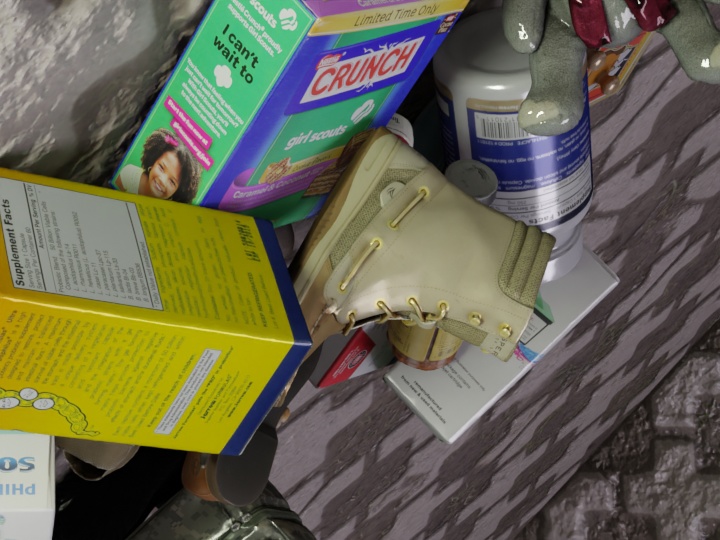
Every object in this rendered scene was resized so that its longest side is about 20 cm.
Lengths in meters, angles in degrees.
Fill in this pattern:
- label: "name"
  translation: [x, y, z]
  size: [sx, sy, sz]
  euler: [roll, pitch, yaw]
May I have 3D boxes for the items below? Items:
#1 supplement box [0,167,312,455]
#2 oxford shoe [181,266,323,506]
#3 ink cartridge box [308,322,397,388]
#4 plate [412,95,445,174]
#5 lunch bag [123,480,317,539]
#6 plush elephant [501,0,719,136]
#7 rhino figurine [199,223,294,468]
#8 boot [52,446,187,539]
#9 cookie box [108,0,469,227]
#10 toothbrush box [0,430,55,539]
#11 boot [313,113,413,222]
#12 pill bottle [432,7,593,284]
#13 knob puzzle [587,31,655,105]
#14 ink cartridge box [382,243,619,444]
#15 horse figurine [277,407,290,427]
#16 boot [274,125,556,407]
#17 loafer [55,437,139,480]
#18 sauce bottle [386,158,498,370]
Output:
- label: "supplement box"
  translation: [-0.148, 0.027, 0.984]
  size: [0.200, 0.109, 0.110]
  euler: [11, 130, -31]
- label: "oxford shoe"
  translation: [-0.087, 0.082, 1.276]
  size: [0.071, 0.071, 0.200]
  euler: [41, 62, -34]
- label: "ink cartridge box"
  translation: [0.029, 0.012, 1.488]
  size: [0.200, 0.084, 0.144]
  euler: [-12, 144, -55]
- label: "plate"
  translation: [0.082, -0.058, 1.383]
  size: [0.200, 0.026, 0.201]
  euler: [-33, 130, -49]
- label: "lunch bag"
  translation: [-0.116, 0.276, 1.391]
  size: [0.200, 0.168, 0.139]
  euler: [-41, 164, 0]
- label: "plush elephant"
  translation: [0.168, -0.217, 1.128]
  size: [0.164, 0.201, 0.155]
  euler: [-10, 159, 8]
- label: "rhino figurine"
  translation: [-0.091, 0.042, 1.186]
  size: [0.087, 0.060, 0.201]
  euler: [178, -74, -87]
- label: "boot"
  translation: [-0.184, 0.199, 1.468]
  size: [0.200, 0.076, 0.168]
  euler: [-46, 159, -10]
- label: "cookie box"
  translation: [-0.044, -0.116, 1.065]
  size: [0.171, 0.075, 0.200]
  euler: [-20, 151, -51]
- label: "toothbrush box"
  translation: [-0.267, 0.156, 1.039]
  size: [0.146, 0.086, 0.200]
  euler: [1, 147, -13]
- label: "boot"
  translation: [0.000, 0.000, 1.227]
  size: [0.072, 0.145, 0.200]
  euler: [5, 144, -3]
- label: "pill bottle"
  translation: [0.121, -0.092, 1.293]
  size: [0.116, 0.116, 0.200]
  euler: [-33, 135, -27]
- label: "knob puzzle"
  translation: [0.218, -0.193, 1.511]
  size: [0.219, 0.030, 0.220]
  euler: [-38, 161, -15]
- label: "ink cartridge box"
  translation: [0.118, 0.053, 1.449]
  size: [0.200, 0.084, 0.145]
  euler: [-43, 177, -3]
- label: "horse figurine"
  translation: [-0.095, 0.080, 1.353]
  size: [0.132, 0.050, 0.201]
  euler: [-24, 134, -57]
- label: "boot"
  translation: [0.027, 0.026, 1.082]
  size: [0.200, 0.155, 0.073]
  euler: [-62, -173, -19]
- label: "loafer"
  translation: [-0.191, 0.108, 1.236]
  size: [0.200, 0.076, 0.068]
  euler: [91, 25, -66]
- label: "sauce bottle"
  translation: [0.066, -0.004, 1.284]
  size: [0.066, 0.066, 0.200]
  euler: [-31, 153, -33]
